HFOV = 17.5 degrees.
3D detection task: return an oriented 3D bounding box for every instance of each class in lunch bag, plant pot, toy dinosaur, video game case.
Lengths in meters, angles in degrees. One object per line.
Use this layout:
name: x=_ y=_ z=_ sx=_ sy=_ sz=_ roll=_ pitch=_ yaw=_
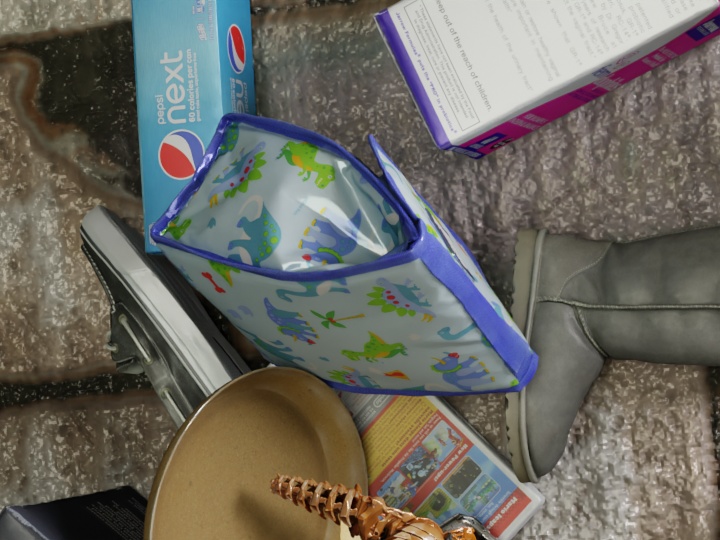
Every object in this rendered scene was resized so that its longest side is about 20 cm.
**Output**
lunch bag: x=0.000 y=0.000 z=1.462 sx=0.200 sy=0.170 sz=0.128 roll=20 pitch=72 yaw=40
plant pot: x=-0.070 y=0.159 z=1.495 sx=0.027 sy=0.200 sz=0.201 roll=7 pitch=90 yaw=41
toy dinosaur: x=0.021 y=0.203 z=1.509 sx=0.200 sy=0.102 sz=0.136 roll=35 pitch=75 yaw=8
video game case: x=0.006 y=0.135 z=1.573 sx=0.200 sy=0.017 sz=0.143 roll=44 pitch=101 yaw=14

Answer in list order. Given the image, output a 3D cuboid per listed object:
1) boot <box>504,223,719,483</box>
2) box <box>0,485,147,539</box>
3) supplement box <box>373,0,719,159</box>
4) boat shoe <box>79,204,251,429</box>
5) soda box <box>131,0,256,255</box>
boot: x=0.195 y=0.052 z=1.498 sx=0.200 sy=0.073 sz=0.182 roll=3 pitch=91 yaw=11
box: x=-0.205 y=0.259 z=1.541 sx=0.123 sy=0.198 sz=0.200 roll=39 pitch=100 yaw=15
supplement box: x=0.127 y=-0.161 z=1.501 sx=0.200 sy=0.101 sz=0.104 roll=-28 pitch=81 yaw=15
boat shoe: x=-0.140 y=0.045 z=1.585 sx=0.071 sy=0.072 sz=0.200 roll=-41 pitch=70 yaw=9
soda box: x=-0.111 y=-0.111 z=1.590 sx=0.064 sy=0.068 sz=0.200 roll=-4 pitch=87 yaw=18
